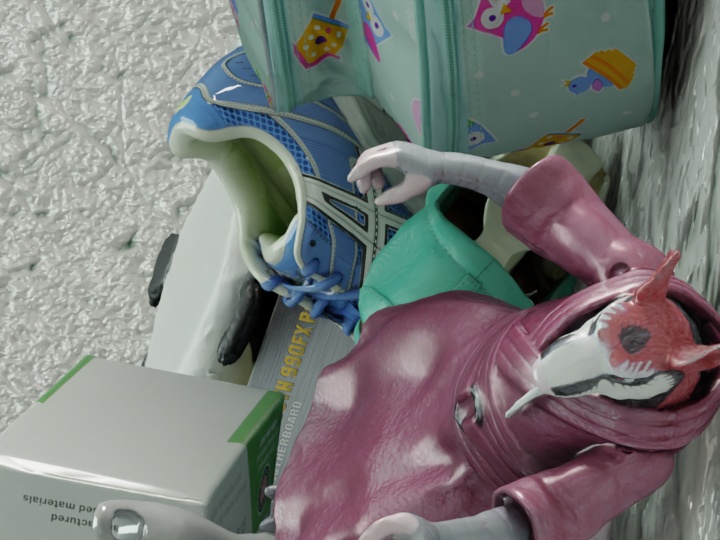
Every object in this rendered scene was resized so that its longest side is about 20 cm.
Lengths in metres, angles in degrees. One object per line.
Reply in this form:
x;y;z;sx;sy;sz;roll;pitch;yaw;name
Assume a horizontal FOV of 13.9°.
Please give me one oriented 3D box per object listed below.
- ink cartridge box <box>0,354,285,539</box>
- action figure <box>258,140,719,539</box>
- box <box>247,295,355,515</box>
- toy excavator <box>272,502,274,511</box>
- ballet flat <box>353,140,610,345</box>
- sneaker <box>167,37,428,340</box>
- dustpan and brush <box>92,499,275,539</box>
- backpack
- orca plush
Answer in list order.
-0.090;0.149;1.076;0.145;0.087;0.201;-51;-29;-74;ink cartridge box
0.053;0.045;0.805;0.200;0.148;0.135;-27;50;60;action figure
-0.005;0.094;1.292;0.200;0.048;0.159;61;-136;-61;box
0.025;0.153;1.215;0.200;0.099;0.196;-43;-39;-74;toy excavator
0.055;-0.013;1.035;0.070;0.067;0.200;-43;3;24;ballet flat
0.000;0.000;1.123;0.077;0.200;0.076;-36;-2;-37;sneaker
-0.003;0.096;0.917;0.200;0.057;0.141;25;-114;-53;dustpan and brush
0.027;-0.126;0.959;0.200;0.152;0.177;-123;24;-62;backpack
-0.049;0.046;1.268;0.105;0.071;0.201;-10;66;62;orca plush
